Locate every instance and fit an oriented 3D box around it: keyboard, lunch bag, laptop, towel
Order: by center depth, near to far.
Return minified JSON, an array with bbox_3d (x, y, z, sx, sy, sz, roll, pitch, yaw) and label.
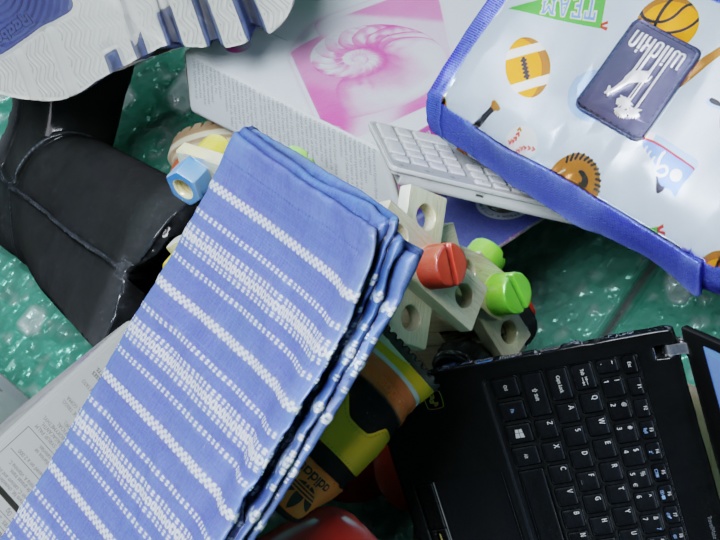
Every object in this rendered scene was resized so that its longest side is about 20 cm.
[{"bbox_3d":[-0.063,0.049,0.706,0.200,0.024,0.145,-59,34,3],"label":"towel"},{"bbox_3d":[0.110,0.122,0.728,0.199,0.178,0.103,-11,19,19],"label":"laptop"},{"bbox_3d":[0.151,-0.082,0.837,0.170,0.124,0.200,33,52,29],"label":"lunch bag"},{"bbox_3d":[0.101,-0.034,0.862,0.056,0.199,0.011,-106,32,-58],"label":"keyboard"}]

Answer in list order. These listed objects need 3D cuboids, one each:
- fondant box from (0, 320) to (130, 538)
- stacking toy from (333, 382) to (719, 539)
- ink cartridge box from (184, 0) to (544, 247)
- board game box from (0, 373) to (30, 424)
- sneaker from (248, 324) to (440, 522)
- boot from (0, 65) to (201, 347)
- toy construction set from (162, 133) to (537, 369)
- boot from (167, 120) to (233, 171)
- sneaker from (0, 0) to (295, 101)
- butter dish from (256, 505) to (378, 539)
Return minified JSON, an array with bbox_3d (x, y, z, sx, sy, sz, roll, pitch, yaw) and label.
[{"bbox_3d":[-0.176,0.121,0.869,0.200,0.058,0.144,-43,5,-35],"label":"fondant box"},{"bbox_3d":[0.057,0.087,0.862,0.199,0.085,0.086,1,60,34],"label":"stacking toy"},{"bbox_3d":[0.050,-0.101,0.953,0.196,0.043,0.200,-33,44,-33],"label":"ink cartridge box"},{"bbox_3d":[-0.291,0.051,1.028,0.200,0.105,0.103,26,73,36],"label":"board game box"},{"bbox_3d":[-0.054,0.053,0.768,0.090,0.070,0.200,-51,23,-20],"label":"sneaker"},{"bbox_3d":[-0.125,-0.057,0.985,0.200,0.065,0.166,36,111,58],"label":"boot"},{"bbox_3d":[0.000,0.000,0.830,0.092,0.131,0.200,-42,25,-21],"label":"toy construction set"},{"bbox_3d":[-0.034,-0.010,0.968,0.199,0.075,0.108,19,77,36],"label":"boot"},{"bbox_3d":[-0.104,-0.144,0.967,0.199,0.081,0.115,-7,18,22],"label":"sneaker"},{"bbox_3d":[-0.055,0.194,0.795,0.199,0.200,0.148,-38,28,-5],"label":"butter dish"}]
